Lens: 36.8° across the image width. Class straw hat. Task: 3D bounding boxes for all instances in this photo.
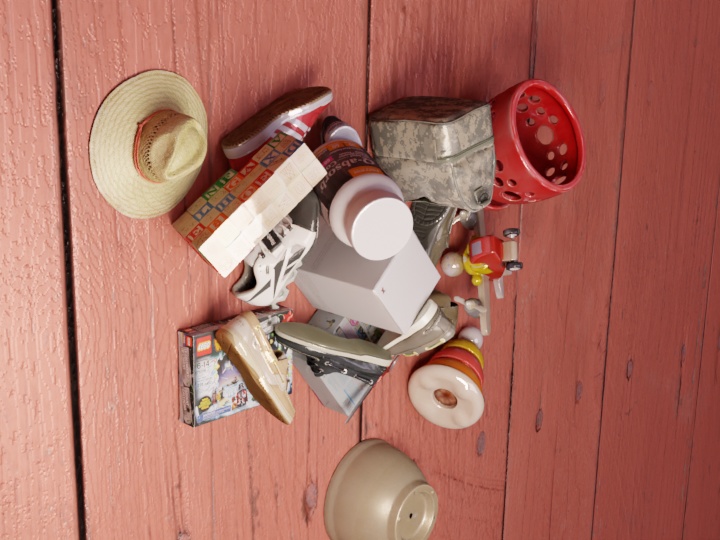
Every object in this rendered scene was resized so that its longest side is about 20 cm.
[{"bbox_3d":[-0.248,-0.161,1.410,0.199,0.084,0.205,-18,114,-46],"label":"straw hat"}]

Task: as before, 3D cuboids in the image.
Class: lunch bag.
[{"bbox_3d":[0.119,-0.184,1.750,0.138,0.198,0.171,-26,116,-38],"label":"lunch bag"}]

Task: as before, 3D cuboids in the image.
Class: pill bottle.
[{"bbox_3d":[-0.004,-0.102,1.562,0.114,0.200,0.118,-10,121,-18],"label":"pill bottle"}]

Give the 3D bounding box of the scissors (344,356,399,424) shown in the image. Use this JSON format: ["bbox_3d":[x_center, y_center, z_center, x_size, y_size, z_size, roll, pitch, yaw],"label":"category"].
[{"bbox_3d":[0.027,0.173,1.771,0.200,0.014,0.074,-44,163,-51],"label":"scissors"}]

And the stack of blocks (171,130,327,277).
[{"bbox_3d":[-0.152,-0.096,1.473,0.200,0.115,0.059,-45,122,-7],"label":"stack of blocks"}]

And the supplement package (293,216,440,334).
[{"bbox_3d":[0.000,0.000,1.657,0.118,0.198,0.118,-55,135,-21],"label":"supplement package"}]

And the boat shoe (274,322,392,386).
[{"bbox_3d":[-0.049,0.133,1.654,0.197,0.075,0.067,15,110,-29],"label":"boat shoe"}]

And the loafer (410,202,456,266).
[{"bbox_3d":[0.122,-0.073,1.888,0.069,0.074,0.203,31,81,-60],"label":"loafer"}]

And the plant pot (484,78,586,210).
[{"bbox_3d":[0.265,-0.208,1.889,0.198,0.181,0.204,17,64,-38],"label":"plant pot"}]

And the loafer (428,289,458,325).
[{"bbox_3d":[0.115,0.063,1.913,0.199,0.075,0.069,32,76,-59],"label":"loafer"}]

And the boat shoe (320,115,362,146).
[{"bbox_3d":[-0.019,-0.148,1.695,0.071,0.068,0.202,-26,124,-8],"label":"boat shoe"}]

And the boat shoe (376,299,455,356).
[{"bbox_3d":[0.083,0.104,1.699,0.060,0.201,0.073,38,63,-8],"label":"boat shoe"}]

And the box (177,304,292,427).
[{"bbox_3d":[-0.182,0.139,1.608,0.198,0.039,0.140,-15,111,-46],"label":"box"}]

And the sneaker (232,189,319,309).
[{"bbox_3d":[-0.125,-0.033,1.571,0.087,0.074,0.202,8,116,-39],"label":"sneaker"}]

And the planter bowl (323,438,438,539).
[{"bbox_3d":[0.051,0.409,1.885,0.199,0.133,0.204,-16,112,-46],"label":"planter bowl"}]

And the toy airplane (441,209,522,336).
[{"bbox_3d":[0.215,-0.014,1.971,0.201,0.138,0.202,-92,179,-59],"label":"toy airplane"}]

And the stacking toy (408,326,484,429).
[{"bbox_3d":[0.182,0.179,2.005,0.201,0.144,0.148,-58,140,-47],"label":"stacking toy"}]

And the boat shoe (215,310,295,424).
[{"bbox_3d":[-0.135,0.142,1.576,0.069,0.073,0.202,-45,131,-23],"label":"boat shoe"}]

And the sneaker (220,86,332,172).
[{"bbox_3d":[-0.107,-0.182,1.580,0.199,0.071,0.114,-37,123,-28],"label":"sneaker"}]

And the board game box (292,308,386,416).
[{"bbox_3d":[-0.016,0.111,1.777,0.201,0.064,0.148,-53,136,-23],"label":"board game box"}]
